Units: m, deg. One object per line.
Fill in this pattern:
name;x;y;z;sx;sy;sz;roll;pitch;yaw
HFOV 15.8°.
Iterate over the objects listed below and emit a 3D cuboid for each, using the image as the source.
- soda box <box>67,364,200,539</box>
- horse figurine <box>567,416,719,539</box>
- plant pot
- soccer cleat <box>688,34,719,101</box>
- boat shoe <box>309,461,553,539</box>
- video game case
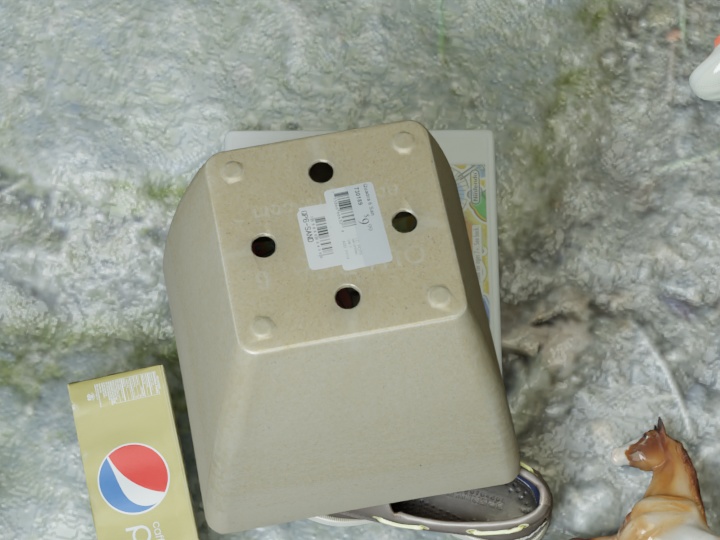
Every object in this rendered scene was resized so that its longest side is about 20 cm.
soda box;-0.133;0.166;1.631;0.064;0.068;0.201;-11;73;-4
horse figurine;0.195;0.187;1.606;0.132;0.050;0.200;-25;44;-23
plant pot;-0.016;0.019;1.574;0.199;0.177;0.201;-10;63;-4
soccer cleat;0.317;-0.146;1.737;0.199;0.069;0.078;-21;77;-10
boat shoe;0.024;0.131;1.647;0.199;0.060;0.072;14;72;4
video game case;0.000;0.000;1.697;0.181;0.023;0.201;0;65;0
